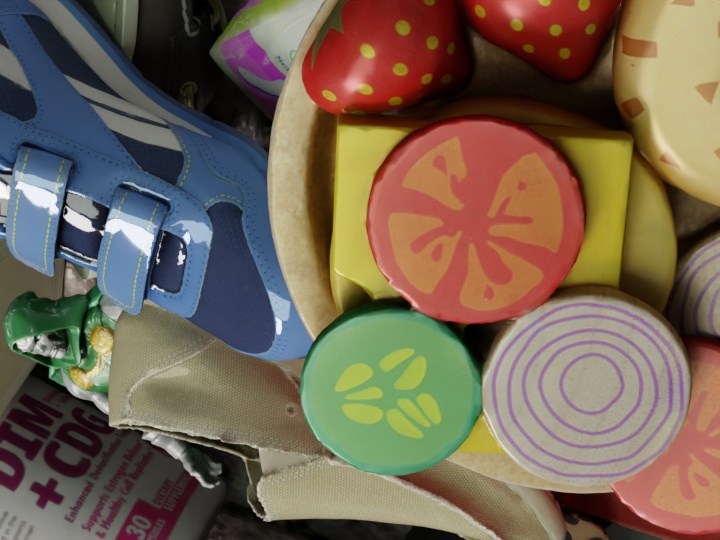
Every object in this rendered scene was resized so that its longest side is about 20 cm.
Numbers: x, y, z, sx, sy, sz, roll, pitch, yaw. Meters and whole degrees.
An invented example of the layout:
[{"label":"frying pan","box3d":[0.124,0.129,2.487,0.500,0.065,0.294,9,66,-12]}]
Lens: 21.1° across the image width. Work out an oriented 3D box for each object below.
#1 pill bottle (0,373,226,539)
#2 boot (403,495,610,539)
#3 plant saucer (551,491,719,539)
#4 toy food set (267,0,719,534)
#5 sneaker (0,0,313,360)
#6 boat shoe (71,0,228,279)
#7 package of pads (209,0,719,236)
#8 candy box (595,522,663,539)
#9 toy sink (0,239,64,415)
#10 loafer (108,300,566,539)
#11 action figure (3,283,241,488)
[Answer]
[{"label":"pill bottle","box3d":[-0.175,0.106,0.932,0.199,0.114,0.114,27,136,2]},{"label":"boot","box3d":[0.054,0.163,0.784,0.199,0.151,0.073,7,144,54]},{"label":"plant saucer","box3d":[0.068,0.047,0.724,0.199,0.037,0.199,34,168,-25]},{"label":"toy food set","box3d":[0.072,-0.018,0.549,0.198,0.049,0.200,2,112,1]},{"label":"sneaker","box3d":[-0.094,-0.027,0.682,0.199,0.082,0.074,37,136,19]},{"label":"boat shoe","box3d":[-0.084,-0.084,0.757,0.072,0.060,0.202,58,150,38]},{"label":"package of pads","box3d":[0.046,-0.063,0.658,0.155,0.068,0.200,46,158,-16]},{"label":"candy box","box3d":[0.124,0.190,0.816,0.199,0.169,0.072,-10,131,34]},{"label":"toy sink","box3d":[-0.227,0.028,0.828,0.129,0.201,0.113,21,135,9]},{"label":"loafer","box3d":[-0.014,0.072,0.760,0.199,0.069,0.076,29,170,-3]},{"label":"action figure","box3d":[-0.058,0.049,0.825,0.198,0.055,0.119,19,127,-19]}]
